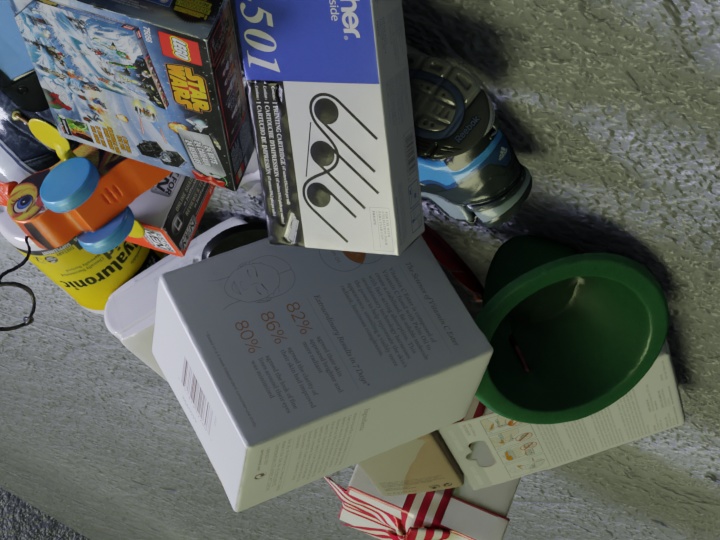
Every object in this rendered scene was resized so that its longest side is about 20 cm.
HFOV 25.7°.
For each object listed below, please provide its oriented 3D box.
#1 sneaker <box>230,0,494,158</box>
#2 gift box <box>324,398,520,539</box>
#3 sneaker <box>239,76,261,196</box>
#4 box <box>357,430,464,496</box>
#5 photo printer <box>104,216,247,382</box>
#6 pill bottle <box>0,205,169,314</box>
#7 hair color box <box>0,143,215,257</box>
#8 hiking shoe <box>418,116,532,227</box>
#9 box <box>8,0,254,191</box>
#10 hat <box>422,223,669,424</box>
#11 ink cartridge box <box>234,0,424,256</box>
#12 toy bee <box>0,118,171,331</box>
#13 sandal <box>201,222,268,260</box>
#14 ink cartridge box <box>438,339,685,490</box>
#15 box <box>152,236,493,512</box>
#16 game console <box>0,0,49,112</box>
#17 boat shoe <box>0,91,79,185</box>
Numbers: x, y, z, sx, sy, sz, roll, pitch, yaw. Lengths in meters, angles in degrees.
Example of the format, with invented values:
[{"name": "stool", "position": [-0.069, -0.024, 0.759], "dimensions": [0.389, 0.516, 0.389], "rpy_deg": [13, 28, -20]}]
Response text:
[{"name": "sneaker", "position": [-0.001, -0.128, 1.029], "dimensions": [0.200, 0.075, 0.087], "rpy_deg": [31, -169, 15]}, {"name": "gift box", "position": [0.066, 0.208, 1.640], "dimensions": [0.199, 0.187, 0.185], "rpy_deg": [19, 159, 8]}, {"name": "sneaker", "position": [-0.091, -0.108, 1.171], "dimensions": [0.082, 0.075, 0.200], "rpy_deg": [24, 160, -6]}, {"name": "box", "position": [0.028, 0.113, 1.328], "dimensions": [0.077, 0.095, 0.200], "rpy_deg": [-9, 154, 12]}, {"name": "photo printer", "position": [-0.124, 0.053, 1.511], "dimensions": [0.166, 0.070, 0.200], "rpy_deg": [-31, 140, 8]}, {"name": "pill bottle", "position": [-0.249, -0.026, 1.498], "dimensions": [0.111, 0.112, 0.200], "rpy_deg": [11, 158, 29]}, {"name": "hair color box", "position": [-0.224, -0.089, 1.325], "dimensions": [0.199, 0.102, 0.061], "rpy_deg": [16, 160, 20]}, {"name": "hiking shoe", "position": [0.026, -0.088, 1.128], "dimensions": [0.199, 0.074, 0.087], "rpy_deg": [4, 137, 32]}, {"name": "box", "position": [-0.145, -0.130, 1.026], "dimensions": [0.137, 0.040, 0.200], "rpy_deg": [19, 158, 8]}, {"name": "hat", "position": [0.130, -0.002, 1.259], "dimensions": [0.200, 0.165, 0.176], "rpy_deg": [49, -169, -41]}, {"name": "ink cartridge box", "position": [-0.020, -0.111, 0.958], "dimensions": [0.094, 0.044, 0.201], "rpy_deg": [5, 116, 25]}, {"name": "toy bee", "position": [-0.229, -0.061, 1.207], "dimensions": [0.109, 0.200, 0.131], "rpy_deg": [36, 145, 47]}, {"name": "sandal", "position": [-0.066, 0.017, 1.417], "dimensions": [0.200, 0.075, 0.048], "rpy_deg": [38, -170, -50]}, {"name": "ink cartridge box", "position": [0.171, 0.115, 1.349], "dimensions": [0.199, 0.050, 0.162], "rpy_deg": [-17, 150, 8]}, {"name": "box", "position": [-0.031, 0.058, 1.158], "dimensions": [0.153, 0.199, 0.106], "rpy_deg": [60, 156, 26]}, {"name": "game console", "position": [-0.215, -0.164, 1.084], "dimensions": [0.170, 0.119, 0.200], "rpy_deg": [-24, 141, 16]}, {"name": "boat shoe", "position": [-0.293, -0.157, 1.287], "dimensions": [0.200, 0.091, 0.071], "rpy_deg": [44, -165, 18]}]
